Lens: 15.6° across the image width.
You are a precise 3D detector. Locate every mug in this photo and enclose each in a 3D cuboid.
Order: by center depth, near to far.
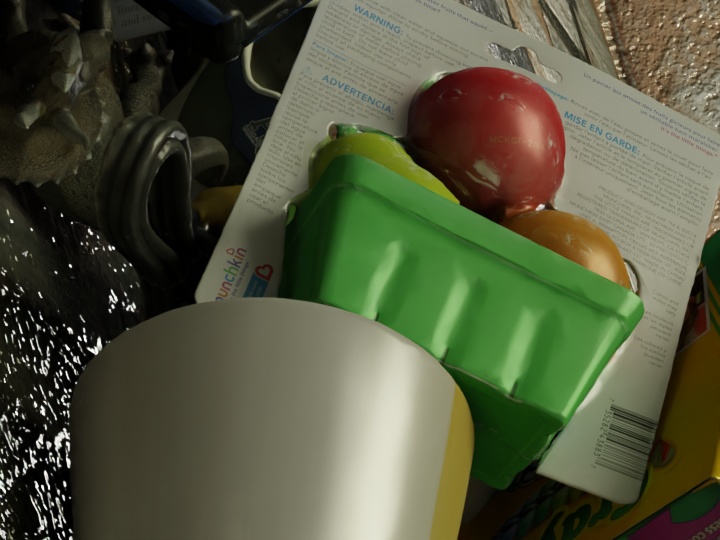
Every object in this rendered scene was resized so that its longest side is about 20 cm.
[{"bbox_3d":[-0.018,0.117,0.929,0.149,0.186,0.153,111,-13,-45],"label":"mug"}]

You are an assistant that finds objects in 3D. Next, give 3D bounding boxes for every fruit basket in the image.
[{"bbox_3d":[0.045,-0.019,1.040,0.185,0.094,0.200,26,46,-8],"label":"fruit basket"}]

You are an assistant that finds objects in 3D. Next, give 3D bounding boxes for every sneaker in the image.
[{"bbox_3d":[-0.032,-0.114,1.268,0.067,0.090,0.200,45,42,-24],"label":"sneaker"}]

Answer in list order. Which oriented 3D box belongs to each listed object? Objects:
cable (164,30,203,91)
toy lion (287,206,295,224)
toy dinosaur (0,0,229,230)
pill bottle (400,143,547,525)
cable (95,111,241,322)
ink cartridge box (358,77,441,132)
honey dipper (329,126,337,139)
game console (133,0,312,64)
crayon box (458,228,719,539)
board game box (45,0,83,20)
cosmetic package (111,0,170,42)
[{"bbox_3d":[-0.076,-0.127,1.329,0.200,0.050,0.097,67,21,-12],"label":"cable"},{"bbox_3d":[-0.017,-0.044,1.448,0.200,0.069,0.192,65,21,-16],"label":"toy lion"},{"bbox_3d":[-0.113,-0.059,1.060,0.200,0.077,0.102,59,33,-64],"label":"toy dinosaur"},{"bbox_3d":[0.023,0.038,1.108,0.200,0.116,0.116,-58,135,-29],"label":"pill bottle"},{"bbox_3d":[-0.081,-0.005,1.031,0.050,0.097,0.200,28,-5,20],"label":"cable"},{"bbox_3d":[0.000,0.000,1.242,0.200,0.057,0.163,-85,-176,-60],"label":"ink cartridge box"},{"bbox_3d":[-0.027,-0.143,1.412,0.038,0.038,0.200,48,23,-58],"label":"honey dipper"},{"bbox_3d":[-0.099,-0.180,0.993,0.200,0.171,0.118,38,-29,27],"label":"game console"},{"bbox_3d":[0.109,0.083,1.084,0.058,0.200,0.173,38,41,-13],"label":"crayon box"},{"bbox_3d":[-0.156,-0.217,1.185,0.135,0.035,0.200,36,35,-67],"label":"board game box"},{"bbox_3d":[-0.057,-0.175,1.176,0.200,0.113,0.081,-77,152,-67],"label":"cosmetic package"}]
